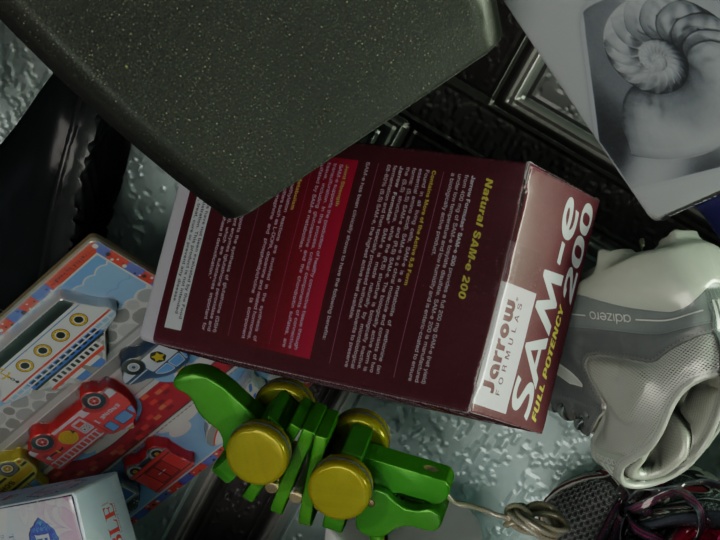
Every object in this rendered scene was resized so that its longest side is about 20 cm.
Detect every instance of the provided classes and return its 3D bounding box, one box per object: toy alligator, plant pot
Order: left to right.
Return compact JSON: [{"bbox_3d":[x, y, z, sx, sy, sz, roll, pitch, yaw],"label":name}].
[{"bbox_3d":[-0.054,-0.142,0.851,0.199,0.200,0.178,-33,111,0],"label":"plant pot"},{"bbox_3d":[-0.002,0.104,0.979,0.199,0.059,0.054,23,116,2],"label":"toy alligator"}]

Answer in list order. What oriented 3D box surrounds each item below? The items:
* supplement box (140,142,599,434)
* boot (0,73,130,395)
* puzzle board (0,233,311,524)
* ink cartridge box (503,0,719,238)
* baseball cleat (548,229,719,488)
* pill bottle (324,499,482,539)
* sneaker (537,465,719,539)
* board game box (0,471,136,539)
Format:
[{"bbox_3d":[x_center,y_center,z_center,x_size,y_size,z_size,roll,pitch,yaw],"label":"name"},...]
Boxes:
[{"bbox_3d":[0.000,0.000,0.922,0.199,0.061,0.109,11,84,41],"label":"supplement box"},{"bbox_3d":[-0.209,-0.043,1.024,0.167,0.076,0.201,21,122,4],"label":"boot"},{"bbox_3d":[-0.141,0.076,1.045,0.150,0.017,0.200,32,122,-34],"label":"puzzle board"},{"bbox_3d":[0.174,-0.095,0.817,0.199,0.041,0.200,-26,109,40],"label":"ink cartridge box"},{"bbox_3d":[0.094,0.052,0.925,0.200,0.069,0.107,-33,62,57],"label":"baseball cleat"},{"bbox_3d":[0.014,0.214,1.044,0.109,0.109,0.201,11,115,13],"label":"pill bottle"},{"bbox_3d":[0.141,0.121,0.937,0.074,0.200,0.081,25,81,-26],"label":"sneaker"},{"bbox_3d":[-0.184,0.215,1.049,0.199,0.041,0.201,-12,96,31],"label":"board game box"}]
